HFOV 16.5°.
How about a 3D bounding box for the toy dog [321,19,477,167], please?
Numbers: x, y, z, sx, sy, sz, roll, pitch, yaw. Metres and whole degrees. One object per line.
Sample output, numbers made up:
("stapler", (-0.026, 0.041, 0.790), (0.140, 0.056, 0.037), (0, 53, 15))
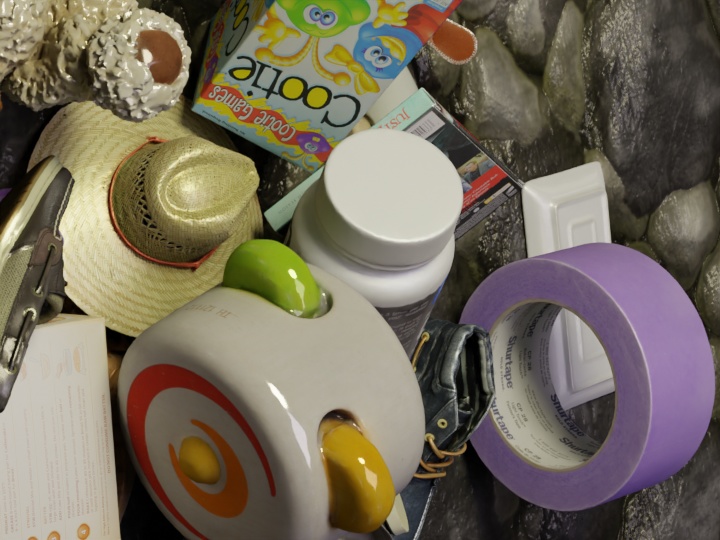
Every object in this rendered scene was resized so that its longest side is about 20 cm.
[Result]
("toy dog", (0.031, -0.148, 1.853), (0.132, 0.096, 0.200), (-21, 108, -44))

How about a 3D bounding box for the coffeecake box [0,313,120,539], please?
("coffeecake box", (-0.255, 0.116, 1.583), (0.200, 0.073, 0.154), (-10, 99, -46))

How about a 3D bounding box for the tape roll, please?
("tape roll", (0.172, 0.082, 1.946), (0.085, 0.200, 0.200), (-12, 101, -46))

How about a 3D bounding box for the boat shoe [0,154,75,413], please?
("boat shoe", (-0.217, 0.011, 1.548), (0.065, 0.073, 0.200), (36, 47, -16))

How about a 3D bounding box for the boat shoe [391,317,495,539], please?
("boat shoe", (0.047, 0.134, 1.894), (0.071, 0.091, 0.201), (6, 88, -47))

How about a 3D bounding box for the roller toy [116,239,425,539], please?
("roller toy", (-0.062, 0.100, 1.625), (0.140, 0.182, 0.200), (-32, 82, -38))

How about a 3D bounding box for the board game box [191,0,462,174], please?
("board game box", (-0.018, -0.179, 1.688), (0.105, 0.200, 0.103), (27, 43, -17))

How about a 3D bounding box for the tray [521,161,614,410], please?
("tray", (0.184, 0.016, 2.083), (0.107, 0.022, 0.200), (-17, 105, -44))

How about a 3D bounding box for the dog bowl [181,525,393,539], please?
("dog bowl", (-0.067, 0.240, 1.758), (0.200, 0.059, 0.200), (-21, 128, -29))

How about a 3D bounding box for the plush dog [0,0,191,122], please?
("plush dog", (-0.223, -0.163, 1.578), (0.171, 0.160, 0.200), (2, 63, -33))

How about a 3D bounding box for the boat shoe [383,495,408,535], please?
("boat shoe", (-0.024, 0.107, 1.830), (0.074, 0.063, 0.202), (-43, 116, -82))

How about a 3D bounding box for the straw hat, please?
("straw hat", (-0.118, -0.049, 1.672), (0.201, 0.085, 0.202), (16, 65, -37))

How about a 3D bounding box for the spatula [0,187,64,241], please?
("spatula", (-0.280, 0.004, 1.577), (0.200, 0.021, 0.057), (-29, 80, -37))

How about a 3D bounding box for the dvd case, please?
("dvd case", (0.028, -0.051, 1.805), (0.146, 0.022, 0.200), (-38, 156, 9))

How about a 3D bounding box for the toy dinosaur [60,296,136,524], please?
("toy dinosaur", (-0.166, 0.091, 1.701), (0.106, 0.060, 0.200), (-16, 94, -32))

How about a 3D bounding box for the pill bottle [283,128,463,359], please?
("pill bottle", (0.000, 0.000, 1.701), (0.114, 0.114, 0.200), (-45, 166, -35))
